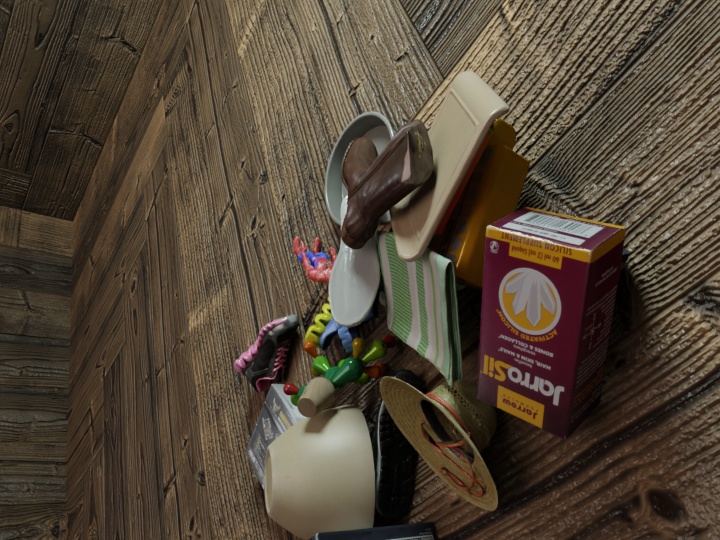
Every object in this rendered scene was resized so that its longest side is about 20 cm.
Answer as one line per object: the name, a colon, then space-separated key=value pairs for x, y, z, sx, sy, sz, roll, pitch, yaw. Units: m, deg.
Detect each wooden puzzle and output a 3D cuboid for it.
wooden puzzle: x=0.100 y=-0.127 z=0.716 sx=0.202 sy=0.037 sz=0.186 roll=-59 pitch=17 yaw=25

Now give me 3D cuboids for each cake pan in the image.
cake pan: x=0.006 y=-0.172 z=1.044 sx=0.199 sy=0.036 sz=0.204 roll=-20 pitch=65 yaw=50

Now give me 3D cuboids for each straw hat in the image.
straw hat: x=0.119 y=0.184 z=0.736 sx=0.085 sy=0.203 sz=0.200 roll=-37 pitch=30 yaw=-21

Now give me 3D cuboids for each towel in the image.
towel: x=0.069 y=0.037 z=0.746 sx=0.200 sy=0.023 sz=0.155 roll=-140 pitch=40 yaw=-66

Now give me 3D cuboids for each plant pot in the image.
plant pot: x=-0.069 y=0.301 z=0.872 sx=0.200 sy=0.132 sz=0.204 roll=-178 pitch=90 yaw=-74

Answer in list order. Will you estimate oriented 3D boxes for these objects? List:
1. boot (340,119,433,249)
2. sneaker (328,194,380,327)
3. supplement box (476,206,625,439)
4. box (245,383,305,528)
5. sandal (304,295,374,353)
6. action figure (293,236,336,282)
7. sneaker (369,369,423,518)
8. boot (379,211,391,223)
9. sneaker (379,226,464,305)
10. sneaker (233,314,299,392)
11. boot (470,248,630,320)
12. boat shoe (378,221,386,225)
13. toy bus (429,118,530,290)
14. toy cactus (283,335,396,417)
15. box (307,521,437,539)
boot: x=0.035 y=-0.146 z=0.773 sx=0.200 sy=0.063 sz=0.189 roll=131 pitch=145 yaw=-57
sneaker: x=0.000 y=0.000 z=0.885 sx=0.116 sy=0.072 sz=0.203 roll=74 pitch=-159 yaw=-65
supplement box: x=0.189 y=0.050 z=0.613 sx=0.109 sy=0.085 sz=0.203 roll=19 pitch=120 yaw=40
box: x=-0.131 y=0.327 z=1.077 sx=0.200 sy=0.048 sz=0.160 roll=40 pitch=112 yaw=50
sandal: x=-0.010 y=0.054 z=0.986 sx=0.086 sy=0.079 sz=0.202 roll=28 pitch=98 yaw=15
action figure: x=-0.075 y=-0.019 z=1.056 sx=0.200 sy=0.064 sz=0.053 roll=-130 pitch=50 yaw=-63
sneaker: x=0.032 y=0.239 z=0.863 sx=0.087 sy=0.075 sz=0.204 roll=4 pitch=83 yaw=60
boot: x=0.110 y=-0.121 z=0.846 sx=0.199 sy=0.089 sz=0.074 roll=-35 pitch=56 yaw=45
sneaker: x=0.092 y=-0.023 z=0.851 sx=0.199 sy=0.075 sz=0.116 roll=-28 pitch=61 yaw=50
sneaker: x=-0.168 y=0.167 z=1.171 sx=0.096 sy=0.078 sz=0.200 roll=54 pitch=127 yaw=19
boot: x=0.214 y=0.019 z=0.693 sx=0.199 sy=0.069 sz=0.134 roll=21 pitch=100 yaw=65
boat shoe: x=0.081 y=-0.143 z=0.918 sx=0.199 sy=0.068 sz=0.057 roll=-38 pitch=43 yaw=34
toy bus: x=0.144 y=-0.084 z=0.722 sx=0.078 sy=0.064 sz=0.203 roll=13 pitch=83 yaw=58
toy cactus: x=-0.047 y=0.160 z=0.898 sx=0.198 sy=0.165 sz=0.104 roll=-22 pitch=95 yaw=24
box: x=0.013 y=0.432 z=0.722 sx=0.123 sy=0.198 sz=0.201 roll=-45 pitch=47 yaw=35
